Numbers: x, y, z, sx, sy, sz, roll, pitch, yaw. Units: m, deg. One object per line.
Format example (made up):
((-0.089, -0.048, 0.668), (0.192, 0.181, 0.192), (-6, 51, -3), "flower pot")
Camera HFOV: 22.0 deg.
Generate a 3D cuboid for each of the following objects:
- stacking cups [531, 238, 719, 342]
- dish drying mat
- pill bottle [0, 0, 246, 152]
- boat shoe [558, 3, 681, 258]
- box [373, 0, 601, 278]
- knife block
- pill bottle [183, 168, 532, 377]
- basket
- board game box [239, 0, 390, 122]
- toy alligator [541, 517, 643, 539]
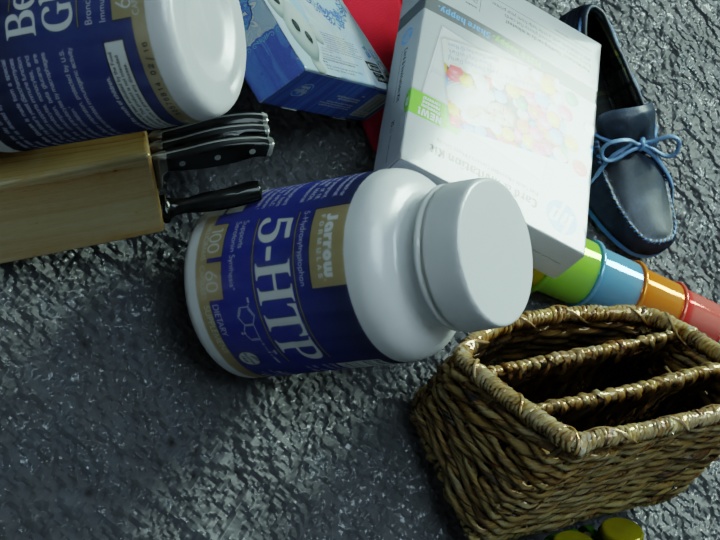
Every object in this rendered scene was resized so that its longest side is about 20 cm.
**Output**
((0.181, 0.009, 1.353), (0.199, 0.060, 0.061), (22, 58, -19), "stacking cups")
((0.010, -0.179, 1.371), (0.076, 0.018, 0.201), (-9, 73, -31), "dish drying mat")
((-0.177, -0.129, 1.077), (0.111, 0.198, 0.112), (-8, 90, -70), "pill bottle")
((0.189, -0.108, 1.408), (0.084, 0.069, 0.201), (-19, 78, -34), "boat shoe")
((0.093, -0.113, 1.304), (0.155, 0.041, 0.201), (27, 52, -21), "box")
((-0.157, -0.055, 1.135), (0.175, 0.064, 0.200), (20, 48, 27), "knife block")
((0.000, 0.000, 1.153), (0.119, 0.199, 0.121), (17, 69, -53), "pill bottle")
((0.152, 0.079, 1.241), (0.199, 0.149, 0.143), (-8, 61, -32), "basket")
((-0.067, -0.197, 1.248), (0.200, 0.043, 0.200), (59, 16, 10), "board game box")
((0.126, 0.202, 1.240), (0.199, 0.060, 0.054), (-10, 31, -31), "toy alligator")
